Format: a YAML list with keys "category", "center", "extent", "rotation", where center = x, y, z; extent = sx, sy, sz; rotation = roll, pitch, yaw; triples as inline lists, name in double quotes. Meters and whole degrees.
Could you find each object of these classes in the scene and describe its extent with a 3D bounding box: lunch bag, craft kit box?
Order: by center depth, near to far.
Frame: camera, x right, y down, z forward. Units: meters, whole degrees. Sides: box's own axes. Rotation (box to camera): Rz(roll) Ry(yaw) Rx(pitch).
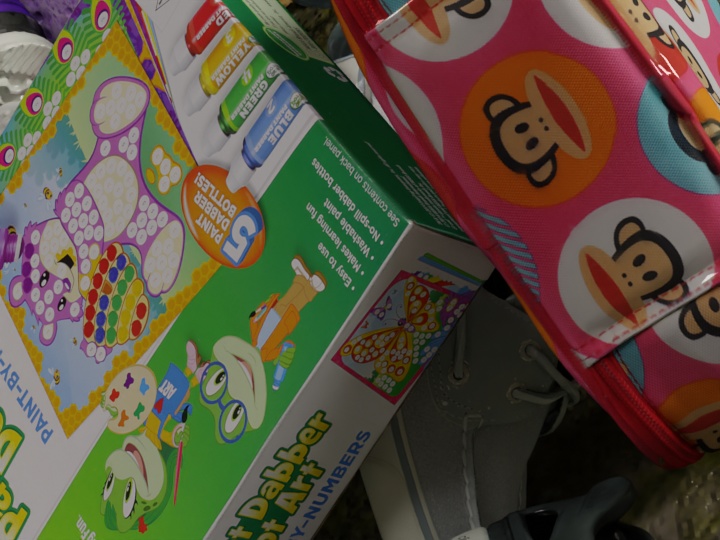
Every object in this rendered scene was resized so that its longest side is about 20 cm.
- category: "lunch bag"
  center: [0.079, -0.051, 0.816]
  extent: [0.082, 0.201, 0.176]
  rotation: [-32, 2, 22]
- category: "craft kit box"
  center: [-0.067, 0.014, 0.868]
  extent: [0.198, 0.048, 0.200]
  rotation: [-59, 43, 18]

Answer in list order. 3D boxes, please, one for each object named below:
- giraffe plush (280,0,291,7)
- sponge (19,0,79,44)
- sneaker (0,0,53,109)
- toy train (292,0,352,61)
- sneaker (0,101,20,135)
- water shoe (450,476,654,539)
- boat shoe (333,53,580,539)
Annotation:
- category: "giraffe plush"
  center: [-0.046, -0.187, 1.159]
  extent: [0.162, 0.172, 0.200]
  rotation: [-51, 62, 14]
- category: "sponge"
  center: [-0.106, -0.116, 1.106]
  extent: [0.030, 0.201, 0.111]
  rotation: [-25, 22, -35]
- category: "sneaker"
  center: [-0.191, -0.048, 1.164]
  extent: [0.100, 0.069, 0.201]
  rotation: [54, 127, 34]
- category: "toy train"
  center: [0.018, -0.140, 0.910]
  extent: [0.113, 0.200, 0.086]
  rotation: [-20, 50, 13]
- category: "sneaker"
  center: [-0.087, -0.001, 1.031]
  extent: [0.075, 0.105, 0.200]
  rotation: [-49, 29, -6]
- category: "water shoe"
  center: [0.085, 0.131, 0.750]
  extent: [0.079, 0.072, 0.200]
  rotation: [-29, 44, -2]
- category: "boat shoe"
  center: [0.035, 0.021, 0.861]
  extent: [0.071, 0.070, 0.202]
  rotation: [-13, 79, 20]
